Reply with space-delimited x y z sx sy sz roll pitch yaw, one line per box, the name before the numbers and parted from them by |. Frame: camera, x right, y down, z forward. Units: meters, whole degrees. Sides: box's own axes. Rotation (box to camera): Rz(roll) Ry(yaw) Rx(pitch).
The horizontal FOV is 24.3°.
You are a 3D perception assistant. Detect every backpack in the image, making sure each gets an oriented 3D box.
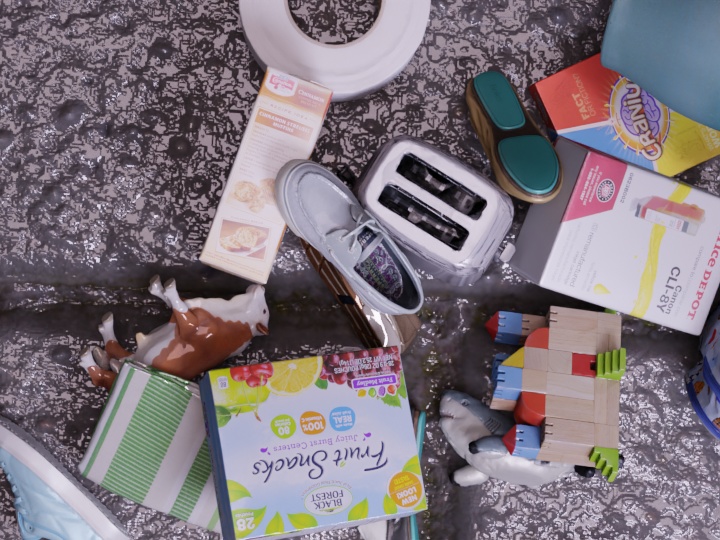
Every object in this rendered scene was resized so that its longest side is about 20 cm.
backpack | 0.421 0.118 1.689 0.199 0.191 0.155 32 103 -2

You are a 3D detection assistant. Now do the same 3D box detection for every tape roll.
tape roll | -0.028 -0.279 1.736 0.201 0.071 0.204 0 89 -2

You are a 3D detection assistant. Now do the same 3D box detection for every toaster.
toaster | 0.067 -0.068 1.705 0.199 0.129 0.114 33 86 -1

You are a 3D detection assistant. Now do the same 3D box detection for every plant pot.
plant pot | 0.345 -0.240 1.662 0.187 0.200 0.201 18 88 13

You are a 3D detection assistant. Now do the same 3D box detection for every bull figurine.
bull figurine | -0.188 0.070 1.701 0.200 0.065 0.121 -40 115 7

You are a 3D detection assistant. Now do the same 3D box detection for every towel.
towel | -0.173 0.184 1.702 0.199 0.023 0.153 22 110 -13

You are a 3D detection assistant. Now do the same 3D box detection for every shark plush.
shark plush | 0.179 0.175 1.738 0.198 0.091 0.084 5 57 3

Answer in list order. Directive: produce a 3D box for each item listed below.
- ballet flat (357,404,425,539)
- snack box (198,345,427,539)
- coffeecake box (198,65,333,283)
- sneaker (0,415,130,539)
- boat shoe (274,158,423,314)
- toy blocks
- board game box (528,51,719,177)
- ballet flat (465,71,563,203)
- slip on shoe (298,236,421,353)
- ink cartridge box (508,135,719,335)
ballet flat | 0.032 0.239 1.732 0.068 0.068 0.202 0 78 7
snack box | -0.048 0.173 1.651 0.199 0.068 0.170 -6 78 -17
coffeecake box | -0.096 -0.092 1.685 0.073 0.154 0.201 19 88 -4
sneaker | -0.331 0.232 1.704 0.200 0.074 0.082 44 84 0
boat shoe | -0.003 -0.031 1.619 0.070 0.071 0.201 -51 122 -17
toy blocks | 0.193 0.115 1.705 0.136 0.100 0.201 7 61 -2
board game box | 0.299 -0.168 1.764 0.199 0.040 0.154 -25 90 -3
ballet flat | 0.157 -0.122 1.697 0.068 0.063 0.201 -6 45 -11
slip on shoe | 0.000 0.000 1.711 0.060 0.076 0.201 -38 110 -19
ink cartridge box | 0.273 -0.034 1.699 0.199 0.083 0.146 17 98 -22
